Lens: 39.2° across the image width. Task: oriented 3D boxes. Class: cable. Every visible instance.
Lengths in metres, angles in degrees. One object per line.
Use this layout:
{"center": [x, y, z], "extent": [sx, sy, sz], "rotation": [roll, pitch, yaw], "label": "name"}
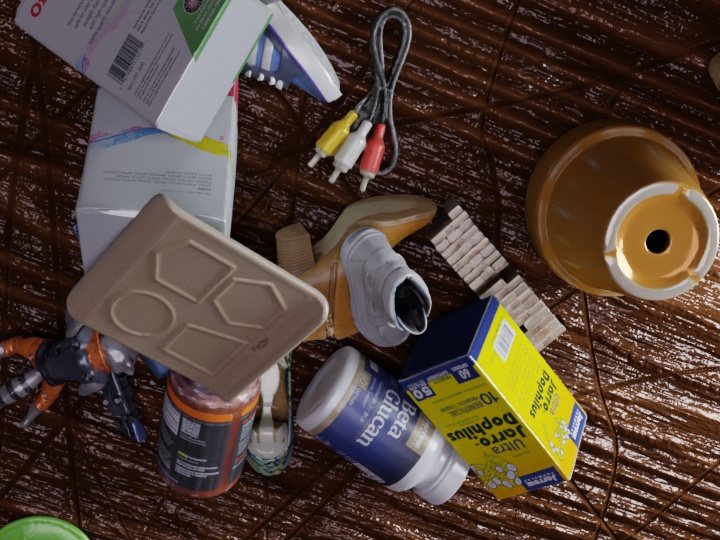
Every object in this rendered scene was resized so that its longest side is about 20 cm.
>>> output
{"center": [0.022, -0.184, 1.119], "extent": [0.096, 0.050, 0.202], "rotation": [23, 103, -12], "label": "cable"}

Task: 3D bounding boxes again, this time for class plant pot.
{"center": [0.298, -0.055, 1.110], "extent": [0.197, 0.183, 0.203], "rotation": [-1, 105, -4], "label": "plant pot"}

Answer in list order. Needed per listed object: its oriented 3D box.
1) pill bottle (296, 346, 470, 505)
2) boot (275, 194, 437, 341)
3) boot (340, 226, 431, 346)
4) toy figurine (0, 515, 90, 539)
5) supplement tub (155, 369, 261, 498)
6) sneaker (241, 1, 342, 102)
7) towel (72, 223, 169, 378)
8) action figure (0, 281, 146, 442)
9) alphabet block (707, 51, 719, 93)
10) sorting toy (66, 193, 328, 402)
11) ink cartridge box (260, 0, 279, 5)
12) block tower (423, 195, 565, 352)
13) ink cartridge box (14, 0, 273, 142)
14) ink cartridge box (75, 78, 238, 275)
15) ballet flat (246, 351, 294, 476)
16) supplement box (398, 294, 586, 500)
{"center": [0.032, 0.189, 1.192], "extent": [0.199, 0.111, 0.111], "rotation": [36, 100, -13], "label": "pill bottle"}
{"center": [0.000, 0.000, 1.169], "extent": [0.198, 0.071, 0.146], "rotation": [-15, 119, -10], "label": "boot"}
{"center": [0.037, 0.045, 1.115], "extent": [0.073, 0.096, 0.201], "rotation": [-36, 143, -10], "label": "boot"}
{"center": [-0.416, 0.394, 1.172], "extent": [0.197, 0.184, 0.152], "rotation": [11, 104, -7], "label": "toy figurine"}
{"center": [-0.169, 0.154, 1.137], "extent": [0.105, 0.108, 0.202], "rotation": [11, 126, -8], "label": "supplement tub"}
{"center": [-0.131, -0.226, 1.087], "extent": [0.146, 0.081, 0.200], "rotation": [-38, 108, 14], "label": "sneaker"}
{"center": [-0.235, 0.014, 1.154], "extent": [0.110, 0.049, 0.202], "rotation": [-24, 105, 2], "label": "towel"}
{"center": [-0.325, 0.129, 1.143], "extent": [0.191, 0.105, 0.202], "rotation": [-22, 101, 19], "label": "action figure"}
{"center": [0.529, -0.193, 1.085], "extent": [0.195, 0.200, 0.196], "rotation": [-33, 106, 5], "label": "alphabet block"}
{"center": [-0.157, 0.030, 0.973], "extent": [0.199, 0.037, 0.185], "rotation": [34, 126, -22], "label": "sorting toy"}
{"center": [-0.152, -0.333, 1.004], "extent": [0.174, 0.045, 0.203], "rotation": [-13, 83, 18], "label": "ink cartridge box"}
{"center": [0.154, 0.008, 1.182], "extent": [0.058, 0.054, 0.200], "rotation": [-40, 104, 6], "label": "block tower"}
{"center": [-0.205, -0.239, 0.949], "extent": [0.199, 0.084, 0.146], "rotation": [36, 99, 19], "label": "ink cartridge box"}
{"center": [-0.200, -0.089, 1.028], "extent": [0.142, 0.202, 0.146], "rotation": [3, 144, -7], "label": "ink cartridge box"}
{"center": [-0.113, 0.161, 1.195], "extent": [0.073, 0.074, 0.203], "rotation": [-3, 106, -4], "label": "ballet flat"}
{"center": [0.156, 0.149, 1.169], "extent": [0.108, 0.110, 0.200], "rotation": [-26, 112, 39], "label": "supplement box"}
